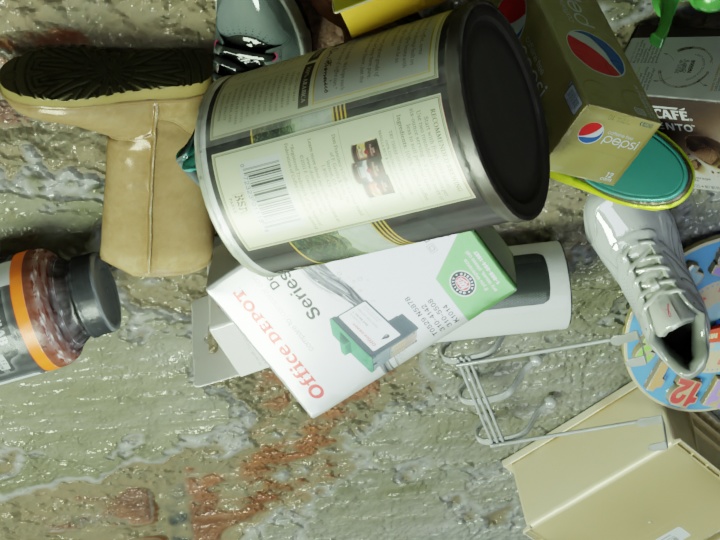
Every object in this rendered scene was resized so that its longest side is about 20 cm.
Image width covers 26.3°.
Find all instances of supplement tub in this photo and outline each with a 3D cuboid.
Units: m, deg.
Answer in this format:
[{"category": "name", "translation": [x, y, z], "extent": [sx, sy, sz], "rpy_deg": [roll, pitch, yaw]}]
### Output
[{"category": "supplement tub", "translation": [-0.310, 0.044, 1.325], "extent": [0.199, 0.107, 0.107], "rpy_deg": [-16, 135, 6]}]

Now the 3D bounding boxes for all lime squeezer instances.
[{"category": "lime squeezer", "translation": [0.273, -0.211, 1.200], "extent": [0.199, 0.070, 0.038], "rpy_deg": [-16, 117, -37]}]

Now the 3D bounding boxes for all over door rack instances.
[{"category": "over door rack", "translation": [0.191, 0.107, 1.484], "extent": [0.199, 0.067, 0.148], "rpy_deg": [-2, 139, 23]}]

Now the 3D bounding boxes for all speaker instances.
[{"category": "speaker", "translation": [0.085, 0.023, 1.387], "extent": [0.199, 0.082, 0.082], "rpy_deg": [-6, 135, -3]}]

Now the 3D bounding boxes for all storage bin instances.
[{"category": "storage bin", "translation": [0.292, 0.228, 1.614], "extent": [0.200, 0.094, 0.198], "rpy_deg": [-35, 130, 23]}]

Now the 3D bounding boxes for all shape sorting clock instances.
[{"category": "shape sorting clock", "translation": [0.345, 0.053, 1.470], "extent": [0.199, 0.039, 0.201], "rpy_deg": [-6, 126, -9]}]

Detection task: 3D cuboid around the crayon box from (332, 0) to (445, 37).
[{"category": "crayon box", "translation": [0.034, -0.234, 1.037], "extent": [0.126, 0.201, 0.051], "rpy_deg": [-19, 133, 10]}]

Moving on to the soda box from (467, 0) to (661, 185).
[{"category": "soda box", "translation": [0.145, -0.157, 1.129], "extent": [0.067, 0.201, 0.064], "rpy_deg": [11, 133, -28]}]

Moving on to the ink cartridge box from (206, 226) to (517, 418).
[{"category": "ink cartridge box", "translation": [0.000, 0.000, 1.201], "extent": [0.199, 0.084, 0.146], "rpy_deg": [-34, 109, 15]}]

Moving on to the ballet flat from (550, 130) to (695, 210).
[{"category": "ballet flat", "translation": [0.183, -0.093, 1.242], "extent": [0.067, 0.199, 0.067], "rpy_deg": [32, 80, -61]}]

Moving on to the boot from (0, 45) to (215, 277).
[{"category": "boot", "translation": [-0.199, -0.079, 1.245], "extent": [0.174, 0.066, 0.201], "rpy_deg": [0, 133, -10]}]

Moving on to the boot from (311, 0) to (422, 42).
[{"category": "boot", "translation": [-0.001, -0.142, 1.184], "extent": [0.199, 0.074, 0.155], "rpy_deg": [19, 124, -45]}]

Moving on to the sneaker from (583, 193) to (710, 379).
[{"category": "sneaker", "translation": [0.265, 0.010, 1.366], "extent": [0.078, 0.099, 0.200], "rpy_deg": [-30, 111, 11]}]

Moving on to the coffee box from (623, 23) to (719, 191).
[{"category": "coffee box", "translation": [0.305, -0.123, 1.207], "extent": [0.199, 0.080, 0.113], "rpy_deg": [10, 148, 36]}]

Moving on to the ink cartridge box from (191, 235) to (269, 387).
[{"category": "ink cartridge box", "translation": [-0.067, 0.013, 1.324], "extent": [0.199, 0.118, 0.067], "rpy_deg": [-20, 133, 9]}]

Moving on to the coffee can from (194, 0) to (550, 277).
[{"category": "coffee can", "translation": [0.009, -0.086, 1.043], "extent": [0.199, 0.147, 0.147], "rpy_deg": [-12, 138, 26]}]

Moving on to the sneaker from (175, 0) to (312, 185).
[{"category": "sneaker", "translation": [-0.092, -0.124, 1.162], "extent": [0.083, 0.121, 0.201], "rpy_deg": [11, 138, 16]}]
